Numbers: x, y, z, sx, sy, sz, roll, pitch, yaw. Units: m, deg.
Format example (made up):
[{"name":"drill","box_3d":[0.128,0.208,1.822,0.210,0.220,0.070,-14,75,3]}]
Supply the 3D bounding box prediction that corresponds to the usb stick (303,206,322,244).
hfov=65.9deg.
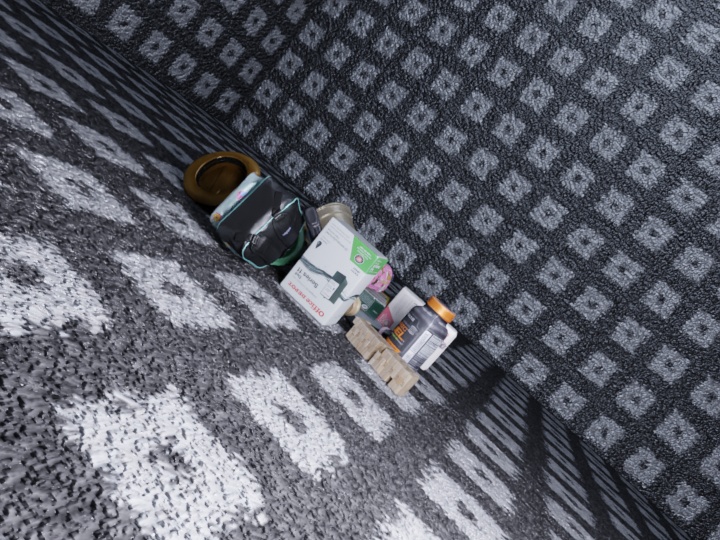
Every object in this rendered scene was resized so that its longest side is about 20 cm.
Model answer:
[{"name":"usb stick","box_3d":[-0.103,-0.086,1.282,0.200,0.033,0.056,87,-15,-72]}]

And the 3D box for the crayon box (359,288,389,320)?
[{"name":"crayon box","box_3d":[0.016,0.069,1.572,0.126,0.052,0.200,40,8,3]}]

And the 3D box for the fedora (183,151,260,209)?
[{"name":"fedora","box_3d":[-0.348,-0.218,1.412,0.201,0.201,0.082,43,-30,27]}]

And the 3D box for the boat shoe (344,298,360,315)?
[{"name":"boat shoe","box_3d":[-0.088,0.048,1.384,0.200,0.071,0.065,32,7,27]}]

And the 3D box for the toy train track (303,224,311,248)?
[{"name":"toy train track","box_3d":[-0.129,-0.055,1.438,0.115,0.033,0.200,52,9,-37]}]

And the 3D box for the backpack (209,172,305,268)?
[{"name":"backpack","box_3d":[-0.213,-0.102,1.197,0.153,0.176,0.200,39,-6,18]}]

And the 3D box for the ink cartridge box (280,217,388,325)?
[{"name":"ink cartridge box","box_3d":[-0.060,0.004,1.244,0.147,0.200,0.083,41,10,15]}]

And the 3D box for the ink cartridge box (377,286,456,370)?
[{"name":"ink cartridge box","box_3d":[0.155,0.164,1.591,0.200,0.147,0.083,41,5,5]}]

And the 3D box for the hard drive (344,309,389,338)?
[{"name":"hard drive","box_3d":[-0.016,0.107,1.514,0.140,0.033,0.200,34,9,-39]}]

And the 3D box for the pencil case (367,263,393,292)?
[{"name":"pencil case","box_3d":[0.000,0.000,1.433,0.087,0.083,0.200,33,9,39]}]

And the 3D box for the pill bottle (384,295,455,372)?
[{"name":"pill bottle","box_3d":[0.131,0.155,1.292,0.106,0.200,0.106,39,6,-5]}]

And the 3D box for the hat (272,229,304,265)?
[{"name":"hat","box_3d":[-0.250,-0.066,1.405,0.166,0.176,0.200,29,52,-17]}]

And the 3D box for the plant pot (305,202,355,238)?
[{"name":"plant pot","box_3d":[-0.084,-0.105,1.965,0.200,0.200,0.184,31,23,-53]}]

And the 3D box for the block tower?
[{"name":"block tower","box_3d":[0.046,0.189,1.232,0.200,0.058,0.054,47,10,36]}]

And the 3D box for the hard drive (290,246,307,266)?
[{"name":"hard drive","box_3d":[-0.194,-0.061,1.590,0.135,0.042,0.200,33,10,-43]}]

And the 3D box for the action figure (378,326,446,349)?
[{"name":"action figure","box_3d":[0.157,0.167,1.488,0.149,0.200,0.134,27,-37,21]}]
